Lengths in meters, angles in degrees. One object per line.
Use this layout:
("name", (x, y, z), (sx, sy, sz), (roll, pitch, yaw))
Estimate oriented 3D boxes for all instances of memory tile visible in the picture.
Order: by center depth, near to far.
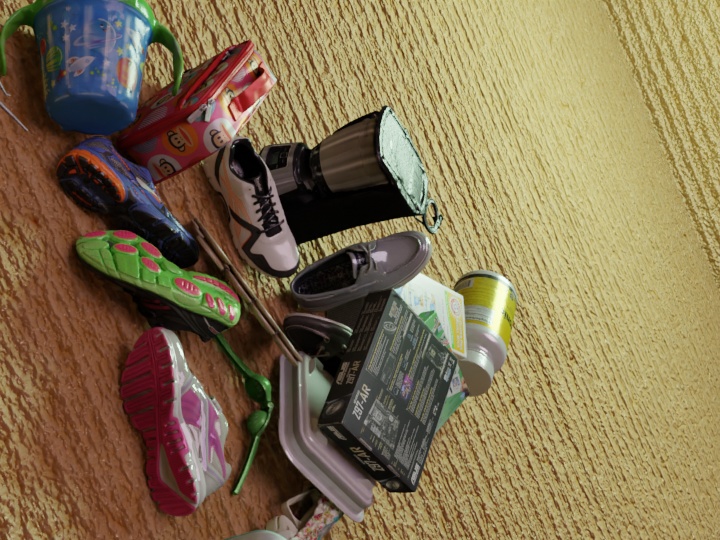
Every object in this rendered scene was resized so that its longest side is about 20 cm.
("memory tile", (-0.141, 0.025, 1.282), (0.201, 0.017, 0.153), (56, -6, -19))

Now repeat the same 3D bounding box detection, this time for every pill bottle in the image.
("pill bottle", (0.187, 0.103, 1.711), (0.111, 0.111, 0.201), (50, 38, -26))

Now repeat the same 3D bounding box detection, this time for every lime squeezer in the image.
("lime squeezer", (-0.134, 0.166, 1.274), (0.070, 0.037, 0.202), (13, 63, -52))

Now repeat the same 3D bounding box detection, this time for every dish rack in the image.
("dish rack", (-0.037, 0.199, 1.337), (0.172, 0.043, 0.201), (48, 18, -28))

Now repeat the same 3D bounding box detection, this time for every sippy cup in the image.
("sippy cup", (-0.295, -0.226, 1.168), (0.140, 0.176, 0.132), (50, 34, -64))

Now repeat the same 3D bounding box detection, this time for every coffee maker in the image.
("coffee maker", (-0.020, -0.104, 1.438), (0.193, 0.198, 0.135), (67, 27, -20))

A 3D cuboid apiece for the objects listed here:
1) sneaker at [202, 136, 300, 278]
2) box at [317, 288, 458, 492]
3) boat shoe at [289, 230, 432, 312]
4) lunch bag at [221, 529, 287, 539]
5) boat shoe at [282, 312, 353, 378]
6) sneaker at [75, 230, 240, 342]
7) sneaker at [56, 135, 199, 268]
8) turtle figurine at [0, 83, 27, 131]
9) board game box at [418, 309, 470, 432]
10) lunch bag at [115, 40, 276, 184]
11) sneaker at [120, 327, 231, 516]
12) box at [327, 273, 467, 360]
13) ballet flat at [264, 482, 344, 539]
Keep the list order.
("sneaker", (-0.135, -0.080, 1.358), (0.073, 0.080, 0.201), (-33, 98, -29))
("box", (0.039, 0.150, 1.323), (0.160, 0.043, 0.201), (46, 50, -33))
("boat shoe", (-0.001, -0.001, 1.408), (0.072, 0.199, 0.071), (45, 23, -71))
("lunch bag", (-0.094, 0.360, 1.110), (0.200, 0.159, 0.077), (49, 37, -29))
("boat shoe", (-0.020, 0.121, 1.414), (0.199, 0.067, 0.057), (31, 48, -25))
("sneaker", (-0.231, 0.025, 1.177), (0.199, 0.084, 0.077), (31, 31, -20))
("sneaker", (-0.252, -0.078, 1.209), (0.200, 0.075, 0.079), (50, 34, -29))
("turtle figurine", (-0.418, -0.136, 0.974), (0.199, 0.101, 0.150), (29, 33, -25))
("board game box", (0.067, 0.160, 1.410), (0.200, 0.029, 0.136), (-39, 111, -46))
("lunch bag", (-0.184, -0.194, 1.272), (0.082, 0.175, 0.201), (57, 31, -23))
("sneaker", (-0.196, 0.159, 1.157), (0.088, 0.081, 0.202), (-12, 90, -58))
("box", (0.055, 0.068, 1.535), (0.199, 0.112, 0.102), (26, 54, -45))
("ballet flat", (-0.080, 0.309, 1.251), (0.064, 0.075, 0.200), (56, 24, -2))
